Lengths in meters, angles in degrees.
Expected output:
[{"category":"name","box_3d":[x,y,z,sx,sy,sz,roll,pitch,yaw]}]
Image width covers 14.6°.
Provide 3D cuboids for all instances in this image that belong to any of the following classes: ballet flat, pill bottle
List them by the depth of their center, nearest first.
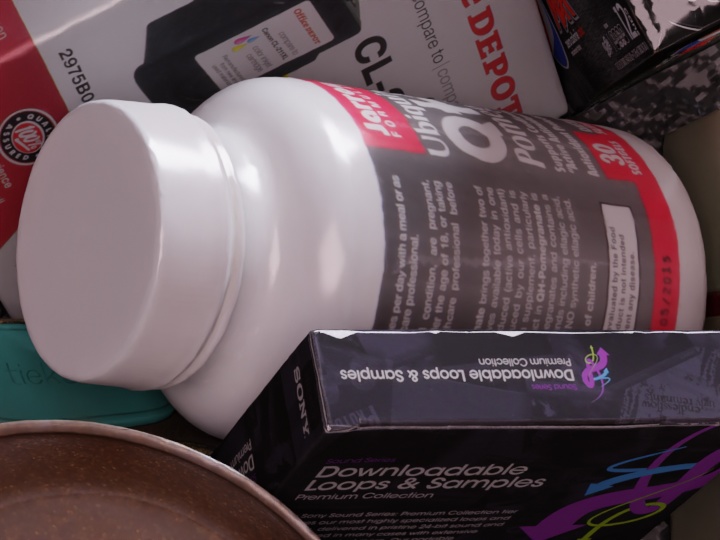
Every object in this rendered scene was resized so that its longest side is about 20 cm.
[{"category":"pill bottle","box_3d":[0.000,0.000,0.859,0.200,0.111,0.111,6,87,-37]},{"category":"ballet flat","box_3d":[-0.065,0.048,0.908,0.199,0.071,0.071,1,87,-36]}]

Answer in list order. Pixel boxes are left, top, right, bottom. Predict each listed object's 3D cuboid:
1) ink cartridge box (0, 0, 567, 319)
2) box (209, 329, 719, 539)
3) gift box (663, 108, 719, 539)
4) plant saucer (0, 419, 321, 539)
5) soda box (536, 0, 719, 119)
[{"category":"ink cartridge box","box_3d":[-0.047,-0.076,0.904,0.200,0.146,0.083,-28,50,-4]},{"category":"box","box_3d":[0.016,0.074,0.848,0.143,0.200,0.036,1,64,-25]},{"category":"gift box","box_3d":[0.198,0.038,0.900,0.184,0.187,0.201,-6,87,-4]},{"category":"plant saucer","box_3d":[-0.078,0.137,0.791,0.200,0.037,0.201,1,99,9]},{"category":"soda box","box_3d":[0.093,-0.099,0.892,0.071,0.200,0.063,-27,90,-4]}]
